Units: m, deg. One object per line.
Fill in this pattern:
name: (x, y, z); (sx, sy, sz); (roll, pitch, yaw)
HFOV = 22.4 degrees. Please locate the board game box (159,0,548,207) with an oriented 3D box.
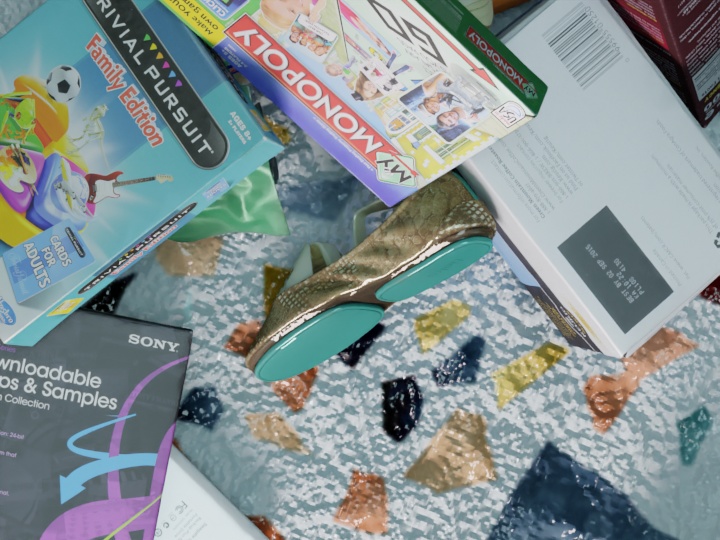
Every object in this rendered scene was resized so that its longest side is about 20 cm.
board game box: (-0.008, -0.133, 1.036); (0.200, 0.134, 0.029); (40, 47, -19)

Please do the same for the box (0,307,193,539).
box: (-0.192, 0.121, 1.136); (0.141, 0.036, 0.202); (11, 87, -9)

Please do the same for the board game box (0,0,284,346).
board game box: (-0.169, -0.076, 1.088); (0.199, 0.047, 0.152); (-37, 80, 8)

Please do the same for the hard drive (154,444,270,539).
hard drive: (-0.172, 0.155, 1.169); (0.200, 0.026, 0.132); (45, 84, -6)

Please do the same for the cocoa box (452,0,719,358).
cocoa box: (0.138, -0.063, 1.163); (0.133, 0.131, 0.201); (-39, 95, -5)

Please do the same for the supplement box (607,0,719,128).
supplement box: (0.175, -0.182, 1.124); (0.061, 0.200, 0.109); (-47, 59, -7)

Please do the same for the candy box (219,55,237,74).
candy box: (-0.095, -0.232, 1.157); (0.168, 0.077, 0.202); (-24, 92, -6)

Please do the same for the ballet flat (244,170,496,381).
ballet flat: (0.000, 0.000, 1.155); (0.199, 0.070, 0.066); (-32, 65, 25)

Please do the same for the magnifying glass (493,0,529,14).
magnifying glass: (0.054, -0.164, 1.187); (0.199, 0.080, 0.023); (-26, 76, -19)

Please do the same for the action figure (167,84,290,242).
action figure: (-0.153, -0.057, 1.149); (0.198, 0.055, 0.119); (-10, 125, 4)

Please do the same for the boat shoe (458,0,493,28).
boat shoe: (0.051, -0.198, 1.116); (0.073, 0.200, 0.067); (-6, 113, 0)
